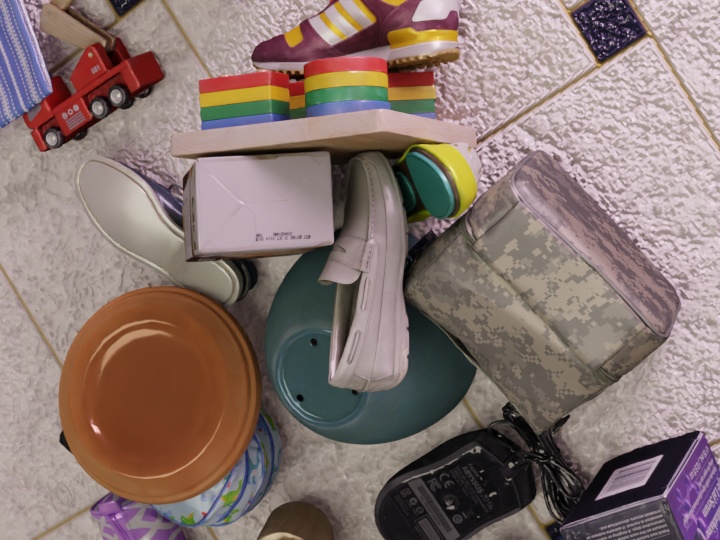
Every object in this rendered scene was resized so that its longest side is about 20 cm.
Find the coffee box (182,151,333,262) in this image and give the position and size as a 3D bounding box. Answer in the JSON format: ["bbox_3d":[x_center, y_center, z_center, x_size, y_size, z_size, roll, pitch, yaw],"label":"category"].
[{"bbox_3d":[-0.093,-0.052,1.491,0.113,0.200,0.081,-3,89,-10],"label":"coffee box"}]

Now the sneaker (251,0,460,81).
[{"bbox_3d":[-0.005,-0.215,1.502,0.198,0.075,0.091,-3,89,25],"label":"sneaker"}]

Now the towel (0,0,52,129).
[{"bbox_3d":[-0.384,-0.197,1.673,0.199,0.024,0.146,-25,84,38],"label":"towel"}]

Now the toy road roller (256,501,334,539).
[{"bbox_3d":[-0.016,0.322,1.649,0.144,0.123,0.202,-9,103,12],"label":"toy road roller"}]

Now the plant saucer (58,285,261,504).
[{"bbox_3d":[-0.189,0.112,1.589,0.198,0.037,0.202,-2,81,15],"label":"plant saucer"}]

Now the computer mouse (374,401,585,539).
[{"bbox_3d":[0.106,0.198,1.590,0.199,0.053,0.139,-25,104,22],"label":"computer mouse"}]

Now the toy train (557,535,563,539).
[{"bbox_3d":[0.131,0.273,1.588,0.198,0.034,0.046,-10,109,13],"label":"toy train"}]

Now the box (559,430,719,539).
[{"bbox_3d":[0.271,0.264,1.478,0.104,0.148,0.201,-22,97,28],"label":"box"}]

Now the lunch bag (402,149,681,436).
[{"bbox_3d":[0.144,0.023,1.457,0.200,0.139,0.168,45,113,-1],"label":"lunch bag"}]

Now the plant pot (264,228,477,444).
[{"bbox_3d":[-0.007,0.074,1.552,0.198,0.135,0.202,8,110,22],"label":"plant pot"}]

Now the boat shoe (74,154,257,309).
[{"bbox_3d":[-0.181,-0.042,1.636,0.199,0.062,0.075,34,115,9],"label":"boat shoe"}]

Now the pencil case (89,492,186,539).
[{"bbox_3d":[-0.205,0.312,1.747,0.083,0.085,0.202,-19,97,26],"label":"pencil case"}]

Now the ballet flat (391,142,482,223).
[{"bbox_3d":[0.065,-0.079,1.455,0.067,0.200,0.067,-26,94,-16],"label":"ballet flat"}]

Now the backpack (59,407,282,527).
[{"bbox_3d":[-0.173,0.160,1.662,0.199,0.154,0.164,35,98,-3],"label":"backpack"}]

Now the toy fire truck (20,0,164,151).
[{"bbox_3d":[-0.257,-0.213,1.623,0.199,0.049,0.142,-27,92,31],"label":"toy fire truck"}]

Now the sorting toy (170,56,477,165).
[{"bbox_3d":[-0.029,-0.134,1.467,0.197,0.200,0.070,-4,88,25],"label":"sorting toy"}]

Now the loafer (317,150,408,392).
[{"bbox_3d":[0.000,0.000,1.446,0.070,0.069,0.202,160,109,-67],"label":"loafer"}]
